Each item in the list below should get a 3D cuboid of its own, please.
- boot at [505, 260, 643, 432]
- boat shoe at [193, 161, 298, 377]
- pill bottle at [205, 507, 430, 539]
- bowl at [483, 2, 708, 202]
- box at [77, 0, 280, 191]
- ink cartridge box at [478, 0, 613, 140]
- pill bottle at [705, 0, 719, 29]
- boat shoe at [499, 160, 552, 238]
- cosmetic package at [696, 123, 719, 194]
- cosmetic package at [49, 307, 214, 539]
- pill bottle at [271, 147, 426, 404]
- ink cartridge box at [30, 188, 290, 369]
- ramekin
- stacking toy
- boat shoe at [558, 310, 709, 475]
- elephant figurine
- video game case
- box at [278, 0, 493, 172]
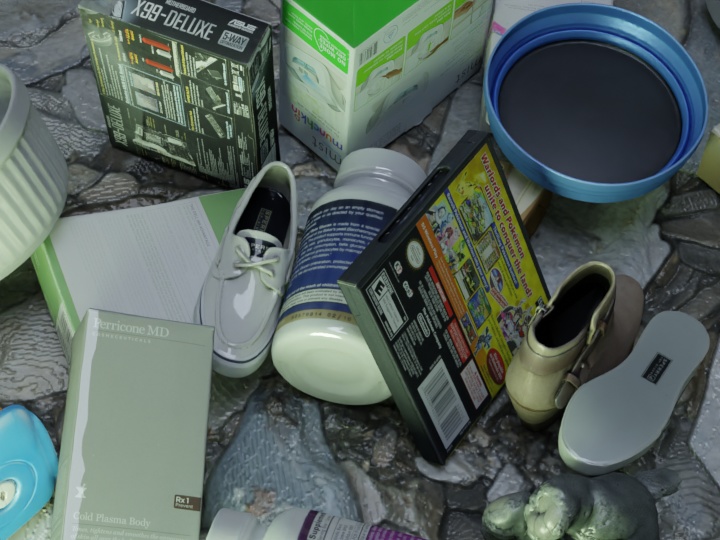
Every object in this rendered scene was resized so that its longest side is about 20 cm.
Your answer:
[{"bbox_3d":[0.184,0.041,1.179,0.070,0.147,0.201,28,59,17],"label":"boot"},{"bbox_3d":[-0.087,-0.006,1.211,0.071,0.066,0.201,19,50,-3],"label":"boat shoe"},{"bbox_3d":[-0.017,0.237,1.061,0.198,0.113,0.113,12,56,6],"label":"pill bottle"},{"bbox_3d":[0.206,-0.148,1.290,0.198,0.040,0.203,2,59,-4],"label":"bowl"},{"bbox_3d":[-0.152,-0.157,1.265,0.156,0.201,0.050,20,61,12],"label":"box"},{"bbox_3d":[0.175,-0.188,1.378,0.116,0.068,0.202,9,56,1],"label":"ink cartridge box"},{"bbox_3d":[0.444,-0.297,1.431,0.198,0.120,0.121,-17,58,-12],"label":"pill bottle"},{"bbox_3d":[0.098,-0.024,1.268,0.069,0.074,0.200,26,50,18],"label":"boat shoe"},{"bbox_3d":[0.412,-0.070,1.308,0.105,0.071,0.200,-33,64,-21],"label":"cosmetic package"},{"bbox_3d":[-0.173,0.139,1.101,0.106,0.090,0.203,7,71,-17],"label":"cosmetic package"},{"bbox_3d":[0.000,0.000,1.219,0.110,0.112,0.202,11,57,5],"label":"pill bottle"},{"bbox_3d":[-0.167,0.009,1.247,0.198,0.048,0.146,-10,57,-27],"label":"ink cartridge box"},{"bbox_3d":[-0.338,-0.067,1.215,0.198,0.105,0.201,-21,39,18],"label":"ramekin"},{"bbox_3d":[-0.338,0.128,1.141,0.199,0.117,0.110,29,55,32],"label":"stacking toy"},{"bbox_3d":[0.217,0.110,1.163,0.070,0.064,0.200,34,46,20],"label":"boat shoe"},{"bbox_3d":[0.169,0.258,1.061,0.154,0.141,0.202,-30,62,28],"label":"elephant figurine"},{"bbox_3d":[0.076,0.023,1.164,0.025,0.201,0.181,13,51,42],"label":"video game case"},{"bbox_3d":[0.027,-0.215,1.325,0.096,0.177,0.200,40,63,20],"label":"box"}]
